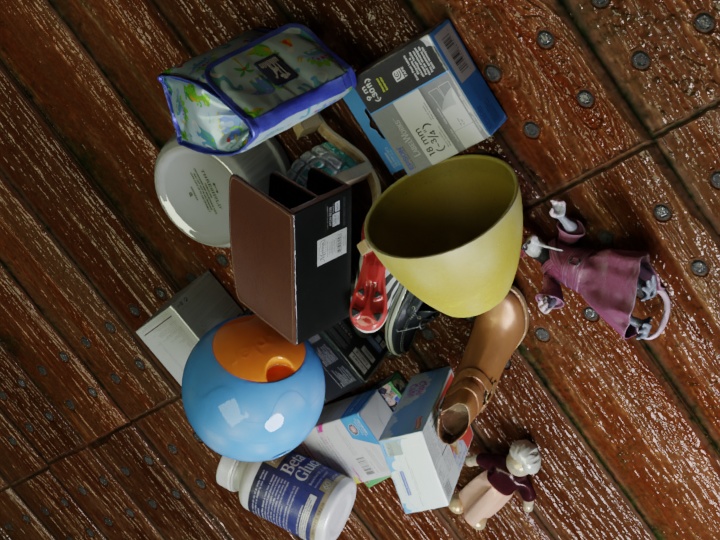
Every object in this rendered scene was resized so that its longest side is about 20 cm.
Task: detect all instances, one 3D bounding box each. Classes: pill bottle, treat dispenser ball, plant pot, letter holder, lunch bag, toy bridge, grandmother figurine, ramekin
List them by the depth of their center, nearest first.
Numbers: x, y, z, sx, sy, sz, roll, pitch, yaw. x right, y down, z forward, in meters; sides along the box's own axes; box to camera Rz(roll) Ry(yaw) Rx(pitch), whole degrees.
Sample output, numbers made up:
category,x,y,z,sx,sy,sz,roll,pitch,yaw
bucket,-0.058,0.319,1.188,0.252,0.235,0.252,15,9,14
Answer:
category,x,y,z,sx,sy,sz,roll,pitch,yaw
lunch bag,-0.126,-0.221,1.404,0.199,0.169,0.129,22,136,46
plant pot,0.121,-0.028,1.417,0.198,0.201,0.143,0,132,32
toy bridge,-0.015,-0.121,1.474,0.201,0.067,0.027,62,153,8
letter holder,-0.093,-0.033,1.480,0.142,0.100,0.202,32,135,37
treat dispenser ball,-0.148,0.163,1.570,0.199,0.201,0.203,16,128,22
ramekin,-0.202,-0.125,1.605,0.200,0.094,0.204,17,128,22
grandmother figurine,0.209,0.315,1.682,0.120,0.061,0.201,30,135,-1
pill bottle,-0.116,0.329,1.724,0.198,0.111,0.112,22,130,18

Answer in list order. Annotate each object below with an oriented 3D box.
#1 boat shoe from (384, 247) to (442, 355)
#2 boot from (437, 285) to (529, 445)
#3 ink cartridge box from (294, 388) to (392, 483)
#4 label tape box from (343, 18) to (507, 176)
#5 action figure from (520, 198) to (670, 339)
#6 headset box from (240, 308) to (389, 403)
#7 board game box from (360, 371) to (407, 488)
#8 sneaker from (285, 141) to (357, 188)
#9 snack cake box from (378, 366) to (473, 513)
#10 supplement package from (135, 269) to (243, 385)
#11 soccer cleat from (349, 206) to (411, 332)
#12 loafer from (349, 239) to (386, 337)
category,x,y,z,sx,sy,sz,roll,pitch,yaw
boat shoe,0.084,0.045,1.561,0.062,0.075,0.201,31,127,17
boot,0.160,0.127,1.512,0.073,0.155,0.202,20,130,18
ink cartridge box,-0.028,0.267,1.748,0.199,0.068,0.116,-23,106,40
label tape box,0.061,-0.199,1.410,0.199,0.063,0.145,-24,106,40
action figure,0.282,-0.006,1.407,0.199,0.148,0.135,29,104,36
headset box,-0.086,0.110,1.696,0.175,0.093,0.199,50,133,-8
board game box,0.034,0.251,1.765,0.135,0.029,0.200,48,133,-7
sneaker,-0.074,-0.102,1.556,0.078,0.091,0.200,45,108,1
snack cake box,0.095,0.232,1.582,0.067,0.200,0.116,-16,105,21
supplement package,-0.233,0.124,1.787,0.113,0.110,0.201,-31,102,42
soccer cleat,0.029,-0.015,1.520,0.068,0.085,0.202,13,86,6
loafer,0.000,0.000,1.592,0.071,0.073,0.201,-13,122,18
